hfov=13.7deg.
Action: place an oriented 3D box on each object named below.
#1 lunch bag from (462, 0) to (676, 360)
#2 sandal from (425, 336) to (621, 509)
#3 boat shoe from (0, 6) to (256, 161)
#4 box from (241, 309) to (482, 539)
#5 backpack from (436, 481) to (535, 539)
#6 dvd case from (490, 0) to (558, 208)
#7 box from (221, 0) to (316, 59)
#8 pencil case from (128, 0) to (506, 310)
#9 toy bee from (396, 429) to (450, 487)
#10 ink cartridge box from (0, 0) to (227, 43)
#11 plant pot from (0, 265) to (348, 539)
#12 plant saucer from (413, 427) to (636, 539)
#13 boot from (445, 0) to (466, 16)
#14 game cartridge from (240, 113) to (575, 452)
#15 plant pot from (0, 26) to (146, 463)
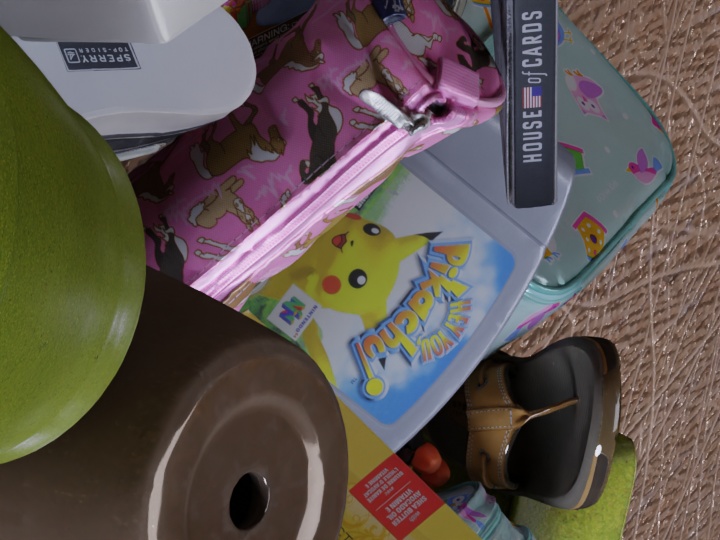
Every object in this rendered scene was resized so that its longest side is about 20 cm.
[{"bbox_3d":[0.058,-0.058,1.443,0.077,0.161,0.200,-39,-179,36],"label":"lunch bag"},{"bbox_3d":[0.066,0.067,1.419,0.054,0.200,0.082,0,94,-24],"label":"sandal"},{"bbox_3d":[-0.132,-0.068,1.099,0.199,0.068,0.072,-6,70,-45],"label":"boat shoe"},{"bbox_3d":[-0.005,0.111,1.234,0.075,0.200,0.050,-39,156,-16],"label":"box"},{"bbox_3d":[0.009,0.185,1.421,0.127,0.199,0.167,54,42,-15],"label":"backpack"},{"bbox_3d":[0.065,-0.150,1.257,0.151,0.025,0.201,86,1,-51],"label":"dvd case"},{"bbox_3d":[-0.037,-0.153,1.202,0.199,0.039,0.137,-29,136,-26],"label":"box"},{"bbox_3d":[-0.038,-0.038,1.206,0.200,0.083,0.086,-39,171,19],"label":"pencil case"},{"bbox_3d":[0.003,0.060,1.443,0.131,0.108,0.201,7,99,-68],"label":"toy bee"},{"bbox_3d":[-0.078,-0.197,1.040,0.145,0.083,0.201,-39,124,-41],"label":"ink cartridge box"},{"bbox_3d":[-0.105,0.068,1.071,0.200,0.174,0.202,-15,109,-49],"label":"plant pot"},{"bbox_3d":[0.050,0.154,1.555,0.048,0.199,0.201,6,102,-33],"label":"plant saucer"},{"bbox_3d":[-0.010,-0.185,1.301,0.154,0.073,0.205,-15,109,-62],"label":"boot"},{"bbox_3d":[0.000,0.000,1.323,0.133,0.040,0.200,37,90,-20],"label":"game cartridge"},{"bbox_3d":[-0.161,-0.009,0.915,0.193,0.199,0.202,21,85,-68],"label":"plant pot"}]
